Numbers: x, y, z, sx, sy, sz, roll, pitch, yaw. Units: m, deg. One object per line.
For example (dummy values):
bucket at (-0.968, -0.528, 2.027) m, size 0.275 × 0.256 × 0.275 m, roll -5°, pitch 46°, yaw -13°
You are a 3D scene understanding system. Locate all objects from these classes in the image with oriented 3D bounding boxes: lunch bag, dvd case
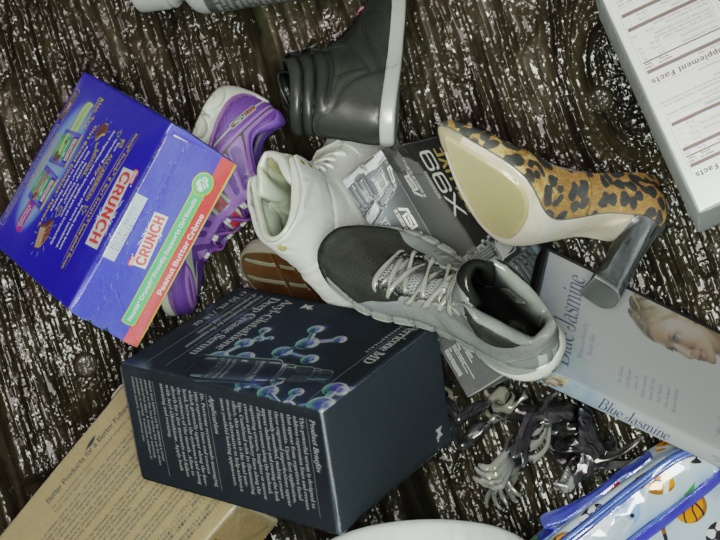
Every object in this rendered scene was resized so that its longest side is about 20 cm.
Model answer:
lunch bag at (0.225, 0.230, 1.547) m, size 0.200 × 0.076 × 0.160 m, roll -38°, pitch 101°, yaw 6°
dvd case at (0.218, 0.068, 1.535) m, size 0.200 × 0.143 × 0.018 m, roll 25°, pitch 129°, yaw -5°

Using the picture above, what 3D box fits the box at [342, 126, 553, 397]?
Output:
box at (0.090, -0.011, 1.569) m, size 0.050 × 0.158 × 0.200 m, roll -36°, pitch 79°, yaw 33°

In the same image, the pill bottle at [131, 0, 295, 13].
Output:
pill bottle at (-0.095, -0.275, 1.646) m, size 0.200 × 0.113 × 0.113 m, roll -7°, pitch 84°, yaw 9°

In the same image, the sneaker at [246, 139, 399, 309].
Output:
sneaker at (-0.030, -0.077, 1.578) m, size 0.074 × 0.116 × 0.200 m, roll -26°, pitch 41°, yaw 30°

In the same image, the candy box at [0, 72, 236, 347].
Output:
candy box at (-0.204, -0.054, 1.610) m, size 0.077 × 0.200 × 0.169 m, roll 29°, pitch 92°, yaw -32°

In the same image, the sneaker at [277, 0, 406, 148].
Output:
sneaker at (-0.015, -0.176, 1.597) m, size 0.099 × 0.071 × 0.200 m, roll 4°, pitch 44°, yaw 2°

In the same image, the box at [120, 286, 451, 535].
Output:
box at (-0.057, 0.102, 1.514) m, size 0.200 × 0.148 × 0.107 m, roll 11°, pitch 120°, yaw 35°

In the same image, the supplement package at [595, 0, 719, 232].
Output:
supplement package at (0.291, -0.156, 1.547) m, size 0.150 × 0.152 × 0.200 m, roll -24°, pitch 82°, yaw 7°

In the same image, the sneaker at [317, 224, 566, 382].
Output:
sneaker at (0.059, 0.005, 1.428) m, size 0.200 × 0.116 × 0.075 m, roll 24°, pitch 75°, yaw 11°

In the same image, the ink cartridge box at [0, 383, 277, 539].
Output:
ink cartridge box at (-0.191, 0.222, 1.619) m, size 0.200 × 0.075 × 0.165 m, roll -50°, pitch 56°, yaw 4°

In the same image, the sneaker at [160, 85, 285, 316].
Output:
sneaker at (-0.118, -0.054, 1.653) m, size 0.083 × 0.081 × 0.200 m, roll 20°, pitch 89°, yaw 4°

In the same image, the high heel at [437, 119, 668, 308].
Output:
high heel at (0.155, -0.077, 1.571) m, size 0.200 × 0.143 × 0.071 m, roll 42°, pitch 138°, yaw -8°

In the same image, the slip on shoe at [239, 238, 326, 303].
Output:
slip on shoe at (0.000, 0.000, 1.638) m, size 0.200 × 0.076 × 0.061 m, roll 7°, pitch 44°, yaw 21°

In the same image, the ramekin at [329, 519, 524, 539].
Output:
ramekin at (0.047, 0.259, 1.471) m, size 0.200 × 0.201 × 0.098 m, roll -8°, pitch 61°, yaw 9°

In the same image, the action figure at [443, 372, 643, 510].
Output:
action figure at (0.120, 0.139, 1.578) m, size 0.200 × 0.119 × 0.102 m, roll 18°, pitch 70°, yaw 20°
